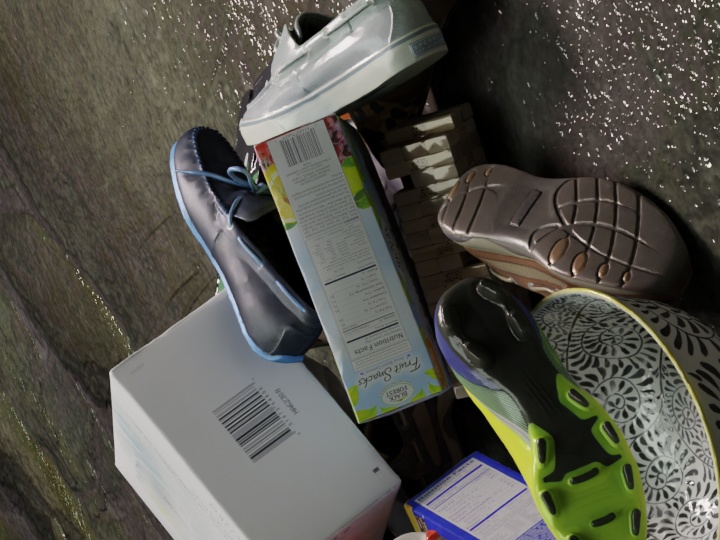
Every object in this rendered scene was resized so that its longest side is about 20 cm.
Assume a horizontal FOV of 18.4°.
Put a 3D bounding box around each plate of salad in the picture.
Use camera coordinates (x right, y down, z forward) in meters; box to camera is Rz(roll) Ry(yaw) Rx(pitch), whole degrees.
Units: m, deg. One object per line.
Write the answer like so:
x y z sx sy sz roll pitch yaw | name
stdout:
-0.012 0.148 1.780 0.200 0.048 0.200 58 -176 -6 | plate of salad

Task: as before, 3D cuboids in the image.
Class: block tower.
0.072 -0.008 1.517 0.058 0.054 0.200 -14 101 29 | block tower

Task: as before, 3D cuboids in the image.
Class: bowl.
0.185 0.095 1.325 0.201 0.094 0.201 37 136 47 | bowl

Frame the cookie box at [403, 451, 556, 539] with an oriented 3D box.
0.132 0.237 1.546 0.200 0.075 0.171 22 140 62 | cookie box

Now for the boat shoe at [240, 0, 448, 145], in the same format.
-0.020 -0.142 1.493 0.201 0.070 0.072 -24 89 49 | boat shoe

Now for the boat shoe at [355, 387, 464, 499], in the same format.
0.030 0.117 1.701 0.075 0.073 0.200 50 159 38 | boat shoe

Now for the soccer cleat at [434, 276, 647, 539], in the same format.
0.111 0.092 1.313 0.200 0.065 0.084 58 178 18 | soccer cleat

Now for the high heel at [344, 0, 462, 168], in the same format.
0.036 -0.149 1.501 0.143 0.071 0.200 -142 47 -58 | high heel

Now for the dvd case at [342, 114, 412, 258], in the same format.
0.022 -0.046 1.686 0.200 0.016 0.149 61 155 23 | dvd case

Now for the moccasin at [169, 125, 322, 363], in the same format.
-0.071 -0.029 1.623 0.068 0.080 0.200 -44 66 35 | moccasin

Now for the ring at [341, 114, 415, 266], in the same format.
0.005 -0.051 1.677 0.200 0.019 0.201 46 146 43 | ring

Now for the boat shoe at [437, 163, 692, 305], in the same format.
0.137 -0.015 1.403 0.200 0.076 0.072 24 160 49 | boat shoe

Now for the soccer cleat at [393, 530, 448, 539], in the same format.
0.082 0.248 1.473 0.200 0.069 0.078 38 155 40 | soccer cleat

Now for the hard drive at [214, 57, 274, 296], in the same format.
-0.078 -0.054 1.751 0.140 0.038 0.200 144 135 -73 | hard drive

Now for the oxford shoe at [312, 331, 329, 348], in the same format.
-0.030 0.042 1.732 0.071 0.074 0.200 51 180 -12 | oxford shoe

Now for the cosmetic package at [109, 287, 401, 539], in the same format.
-0.085 0.154 1.679 0.199 0.123 0.200 49 161 17 | cosmetic package

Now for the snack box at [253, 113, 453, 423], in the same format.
0.000 0.000 1.536 0.169 0.068 0.200 13 -126 -83 | snack box
